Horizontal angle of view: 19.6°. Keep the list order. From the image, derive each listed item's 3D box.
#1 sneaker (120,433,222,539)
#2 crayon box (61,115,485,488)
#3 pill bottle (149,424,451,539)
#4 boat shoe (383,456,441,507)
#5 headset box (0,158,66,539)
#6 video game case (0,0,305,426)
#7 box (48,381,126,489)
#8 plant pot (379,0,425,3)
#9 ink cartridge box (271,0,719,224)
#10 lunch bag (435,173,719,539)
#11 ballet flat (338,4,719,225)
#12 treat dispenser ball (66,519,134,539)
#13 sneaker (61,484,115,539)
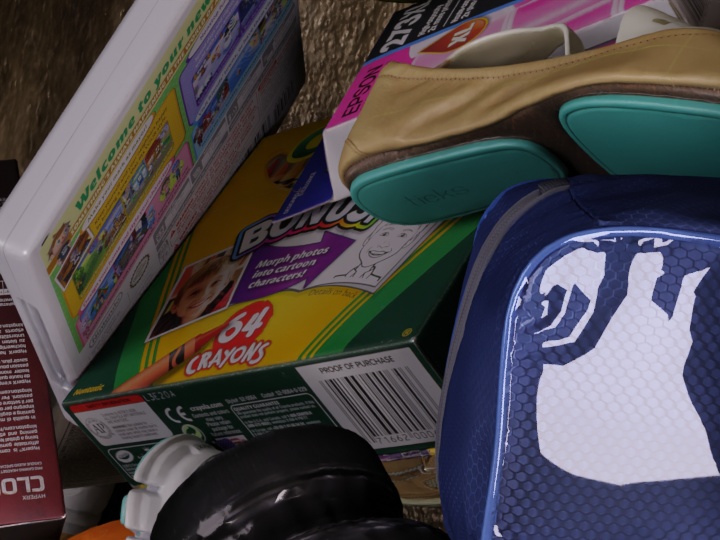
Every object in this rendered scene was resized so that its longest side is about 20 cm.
[{"bbox_3d":[-0.036,0.157,0.758,0.091,0.078,0.201,-7,81,25],"label":"sneaker"},{"bbox_3d":[0.000,0.000,0.832,0.199,0.058,0.173,-12,35,43],"label":"crayon box"},{"bbox_3d":[0.006,0.150,0.647,0.112,0.111,0.200,-58,45,33],"label":"pill bottle"},{"bbox_3d":[0.042,0.048,0.858,0.200,0.076,0.072,-34,57,50],"label":"boat shoe"},{"bbox_3d":[-0.191,0.071,0.988,0.149,0.077,0.201,115,146,-61],"label":"headset box"},{"bbox_3d":[-0.080,-0.051,0.863,0.201,0.022,0.182,-61,-13,-21],"label":"video game case"},{"bbox_3d":[-0.119,0.047,1.035,0.200,0.094,0.078,130,133,-66],"label":"box"},{"bbox_3d":[0.033,-0.217,0.836,0.200,0.200,0.194,-24,76,53],"label":"plant pot"},{"bbox_3d":[0.050,-0.083,0.807,0.199,0.037,0.095,-22,26,34],"label":"ink cartridge box"},{"bbox_3d":[0.124,0.044,0.629,0.132,0.199,0.137,-106,24,-78],"label":"lunch bag"},{"bbox_3d":[0.075,-0.059,0.694,0.199,0.069,0.063,-4,60,38],"label":"ballet flat"},{"bbox_3d":[-0.079,0.205,0.900,0.200,0.200,0.202,-15,71,55],"label":"treat dispenser ball"},{"bbox_3d":[-0.190,0.075,1.231,0.088,0.075,0.200,-58,46,16],"label":"sneaker"}]
